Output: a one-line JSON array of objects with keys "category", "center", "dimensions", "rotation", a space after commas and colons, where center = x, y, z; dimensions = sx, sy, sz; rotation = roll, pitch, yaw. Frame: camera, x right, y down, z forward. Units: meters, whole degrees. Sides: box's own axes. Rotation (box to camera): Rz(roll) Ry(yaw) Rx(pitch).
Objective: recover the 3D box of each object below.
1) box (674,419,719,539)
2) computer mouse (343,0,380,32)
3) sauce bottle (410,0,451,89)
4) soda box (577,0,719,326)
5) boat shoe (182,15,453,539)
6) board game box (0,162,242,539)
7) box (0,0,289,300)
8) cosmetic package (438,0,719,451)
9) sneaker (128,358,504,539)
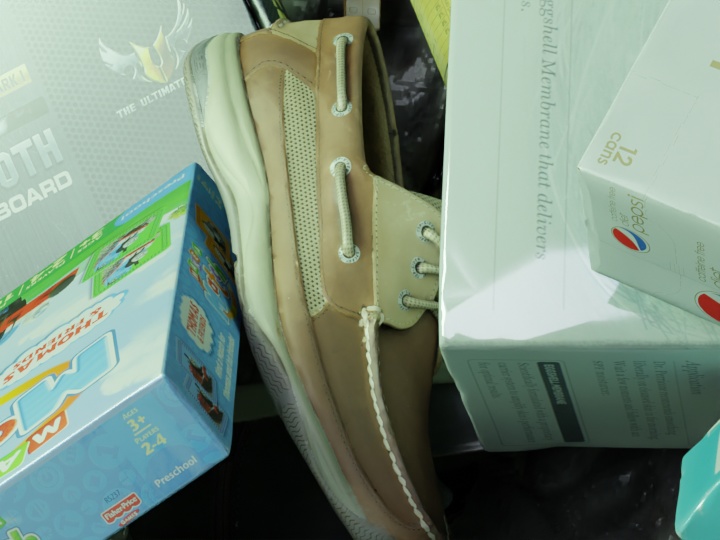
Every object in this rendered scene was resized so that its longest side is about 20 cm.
[{"category": "box", "center": [0.187, 0.097, 0.746], "dimensions": [0.200, 0.049, 0.082], "rotation": [39, 113, -6]}, {"category": "computer mouse", "center": [-0.052, -0.075, 1.051], "dimensions": [0.140, 0.046, 0.200], "rotation": [-2, 67, 26]}, {"category": "sauce bottle", "center": [0.045, -0.117, 0.988], "dimensions": [0.066, 0.066, 0.200], "rotation": [-30, 58, 20]}, {"category": "soda box", "center": [0.133, -0.081, 0.737], "dimensions": [0.068, 0.064, 0.200], "rotation": [23, 70, 18]}, {"category": "boat shoe", "center": [0.000, 0.000, 0.879], "dimensions": [0.072, 0.076, 0.200], "rotation": [-20, 67, 7]}, {"category": "board game box", "center": [-0.106, 0.048, 0.859], "dimensions": [0.151, 0.037, 0.200], "rotation": [-34, 17, 10]}, {"category": "box", "center": [-0.112, -0.041, 0.991], "dimensions": [0.200, 0.051, 0.158], "rotation": [-26, 79, 11]}, {"category": "cosmetic package", "center": [0.132, -0.054, 0.838], "dimensions": [0.200, 0.123, 0.200], "rotation": [0, 71, 9]}, {"category": "sneaker", "center": [0.014, 0.084, 0.941], "dimensions": [0.200, 0.075, 0.106], "rotation": [-10, 86, 22]}]
